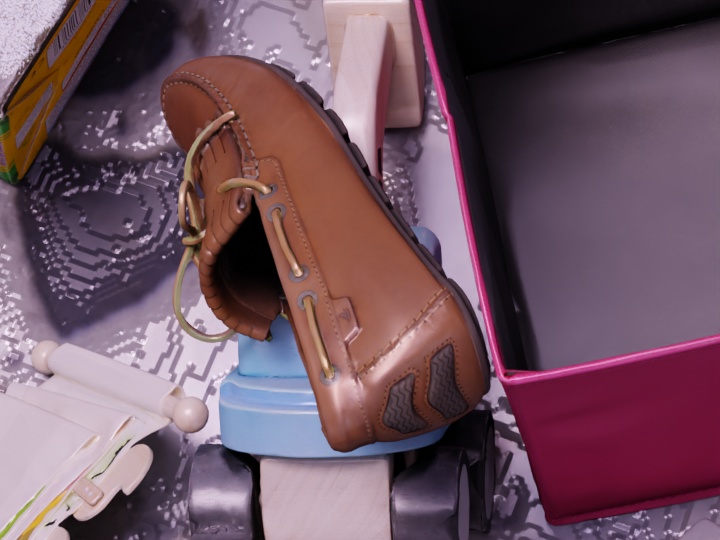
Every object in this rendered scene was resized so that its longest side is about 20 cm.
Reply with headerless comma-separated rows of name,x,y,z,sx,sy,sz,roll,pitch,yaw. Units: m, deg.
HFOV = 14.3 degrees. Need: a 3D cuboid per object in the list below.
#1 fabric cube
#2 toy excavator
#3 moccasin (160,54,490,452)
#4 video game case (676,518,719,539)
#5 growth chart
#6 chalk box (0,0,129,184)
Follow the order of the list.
fabric cube,0.133,-0.042,1.033,0.195,0.199,0.201,-13,70,5
toy excavator,0.000,0.000,1.083,0.099,0.194,0.201,1,100,9
moccasin,-0.028,-0.007,0.989,0.077,0.074,0.202,-25,48,-10
video game case,0.137,0.194,0.989,0.200,0.024,0.182,35,56,29
growth chart,-0.153,0.101,1.080,0.200,0.018,0.145,-44,31,-10
chalk box,-0.192,-0.145,1.134,0.199,0.124,0.125,31,79,2
